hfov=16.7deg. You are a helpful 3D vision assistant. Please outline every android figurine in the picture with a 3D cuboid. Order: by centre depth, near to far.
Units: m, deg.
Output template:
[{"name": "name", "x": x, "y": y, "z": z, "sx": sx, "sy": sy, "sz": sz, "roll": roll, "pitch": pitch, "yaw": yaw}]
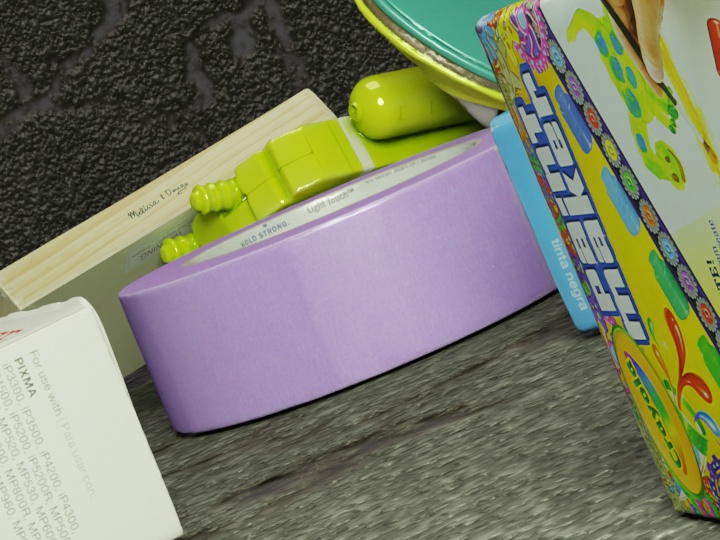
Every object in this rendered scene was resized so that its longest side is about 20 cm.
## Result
[{"name": "android figurine", "x": -0.004, "y": -0.036, "z": 1.216, "sx": 0.199, "sy": 0.041, "sz": 0.182, "roll": -13, "pitch": -26, "yaw": -30}]

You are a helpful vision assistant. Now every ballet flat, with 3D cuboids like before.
[{"name": "ballet flat", "x": 0.086, "y": -0.085, "z": 1.103, "sx": 0.067, "sy": 0.199, "sz": 0.067, "roll": 107, "pitch": -179, "yaw": -55}]

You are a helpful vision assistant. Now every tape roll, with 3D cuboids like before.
[{"name": "tape roll", "x": 0.000, "y": 0.000, "z": 1.047, "sx": 0.199, "sy": 0.066, "sz": 0.200, "roll": -23, "pitch": 4, "yaw": 2}]

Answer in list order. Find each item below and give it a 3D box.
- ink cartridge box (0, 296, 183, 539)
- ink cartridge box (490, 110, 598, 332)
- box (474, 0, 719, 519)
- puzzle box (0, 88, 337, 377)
[{"name": "ink cartridge box", "x": -0.176, "y": 0.090, "z": 0.773, "sx": 0.199, "sy": 0.083, "sz": 0.147, "roll": -26, "pitch": 7, "yaw": -27}, {"name": "ink cartridge box", "x": 0.167, "y": -0.059, "z": 0.813, "sx": 0.200, "sy": 0.085, "sz": 0.144, "roll": -19, "pitch": 7, "yaw": 46}, {"name": "box", "x": 0.157, "y": -0.042, "z": 0.476, "sx": 0.199, "sy": 0.123, "sz": 0.193, "roll": -25, "pitch": 6, "yaw": -14}, {"name": "puzzle box", "x": -0.101, "y": -0.001, "z": 1.240, "sx": 0.200, "sy": 0.025, "sz": 0.133, "roll": -33, "pitch": -23, "yaw": -28}]
